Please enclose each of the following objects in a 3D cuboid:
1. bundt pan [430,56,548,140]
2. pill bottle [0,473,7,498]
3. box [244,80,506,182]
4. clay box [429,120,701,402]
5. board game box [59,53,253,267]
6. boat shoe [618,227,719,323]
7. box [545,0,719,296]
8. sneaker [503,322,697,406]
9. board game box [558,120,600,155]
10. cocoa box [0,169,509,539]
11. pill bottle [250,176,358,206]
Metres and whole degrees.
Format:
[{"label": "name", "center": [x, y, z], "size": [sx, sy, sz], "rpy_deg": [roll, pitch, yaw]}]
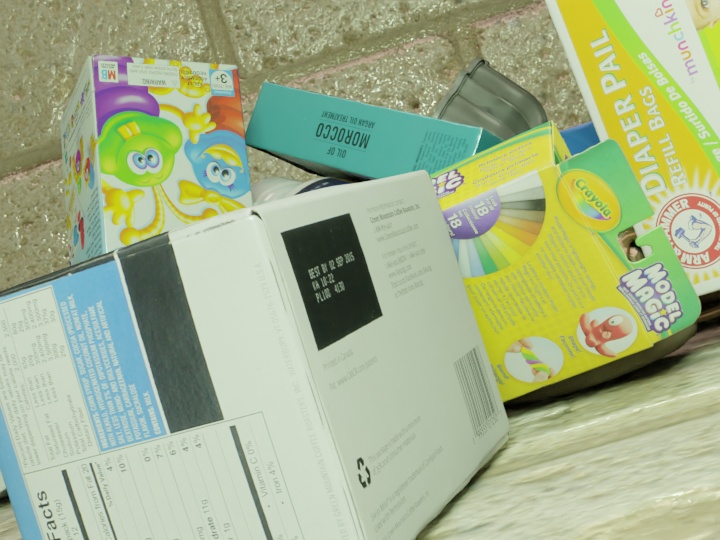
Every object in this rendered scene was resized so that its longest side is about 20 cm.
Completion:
[{"label": "bundt pan", "center": [0.086, -0.061, 1.030], "size": [0.076, 0.202, 0.202], "rpy_deg": [26, 11, 10]}, {"label": "pill bottle", "center": [-0.297, 0.121, 1.029], "size": [0.113, 0.113, 0.200], "rpy_deg": [-17, 2, -9]}, {"label": "box", "center": [0.019, -0.081, 0.898], "size": [0.200, 0.049, 0.082], "rpy_deg": [18, -1, 39]}, {"label": "clay box", "center": [0.054, 0.009, 0.645], "size": [0.200, 0.115, 0.048], "rpy_deg": [-23, 28, 19]}, {"label": "board game box", "center": [-0.132, -0.026, 0.860], "size": [0.103, 0.201, 0.105], "rpy_deg": [1, -20, -24]}, {"label": "boat shoe", "center": [0.182, 0.001, 0.776], "size": [0.199, 0.074, 0.063], "rpy_deg": [-17, -1, -4]}, {"label": "box", "center": [0.185, -0.097, 0.677], "size": [0.112, 0.201, 0.101], "rpy_deg": [-22, 1, 32]}, {"label": "sneaker", "center": [0.080, 0.033, 0.718], "size": [0.199, 0.076, 0.070], "rpy_deg": [-17, 1, 26]}, {"label": "board game box", "center": [0.238, -0.052, 0.849], "size": [0.199, 0.056, 0.196], "rpy_deg": [-16, -25, 17]}, {"label": "cocoa box", "center": [-0.039, 0.044, 0.528], "size": [0.131, 0.134, 0.200], "rpy_deg": [-17, 2, 21]}, {"label": "pill bottle", "center": [0.000, 0.000, 0.881], "size": [0.116, 0.116, 0.200], "rpy_deg": [-18, 25, -39]}]
